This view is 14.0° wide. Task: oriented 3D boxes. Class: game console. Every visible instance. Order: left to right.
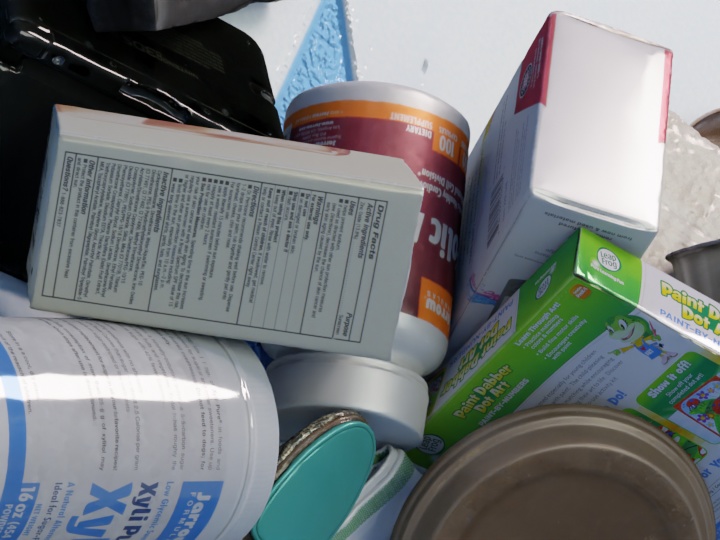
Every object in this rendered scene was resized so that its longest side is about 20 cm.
[{"bbox_3d":[-0.152,-0.082,1.682,0.200,0.116,0.176,26,33,-34],"label":"game console"}]

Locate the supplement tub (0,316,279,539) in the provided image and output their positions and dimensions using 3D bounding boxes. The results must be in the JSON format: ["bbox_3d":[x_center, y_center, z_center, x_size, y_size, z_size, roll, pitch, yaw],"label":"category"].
[{"bbox_3d":[-0.158,0.090,1.557,0.200,0.132,0.132,2,77,-39],"label":"supplement tub"}]

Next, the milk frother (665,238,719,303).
[{"bbox_3d":[0.311,0.062,1.831,0.200,0.180,0.189,-8,85,-13],"label":"milk frother"}]

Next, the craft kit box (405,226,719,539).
[{"bbox_3d":[0.153,0.086,1.712,0.197,0.200,0.049,27,45,-17],"label":"craft kit box"}]

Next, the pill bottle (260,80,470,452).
[{"bbox_3d":[0.000,0.000,1.727,0.114,0.114,0.200,21,66,-35],"label":"pill bottle"}]

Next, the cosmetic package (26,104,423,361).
[{"bbox_3d":[-0.076,-0.022,1.593,0.200,0.087,0.104,10,103,-10],"label":"cosmetic package"}]

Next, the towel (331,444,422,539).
[{"bbox_3d":[0.028,0.221,1.714,0.149,0.031,0.200,-43,109,-12],"label":"towel"}]

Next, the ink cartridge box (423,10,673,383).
[{"bbox_3d":[0.109,-0.032,1.747,0.085,0.200,0.148,15,52,-9],"label":"ink cartridge box"}]

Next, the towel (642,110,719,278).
[{"bbox_3d":[0.183,-0.045,1.919,0.200,0.034,0.133,36,67,-15],"label":"towel"}]

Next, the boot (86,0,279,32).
[{"bbox_3d":[-0.102,-0.225,1.698,0.200,0.066,0.165,-20,93,-57],"label":"boot"}]

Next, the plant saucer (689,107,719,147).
[{"bbox_3d":[0.264,-0.012,2.014,0.200,0.032,0.201,13,70,-38],"label":"plant saucer"}]

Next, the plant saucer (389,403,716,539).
[{"bbox_3d":[0.113,0.172,1.688,0.200,0.029,0.201,-5,113,-11],"label":"plant saucer"}]

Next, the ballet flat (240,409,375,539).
[{"bbox_3d":[-0.064,0.162,1.640,0.068,0.075,0.200,40,68,-40],"label":"ballet flat"}]
